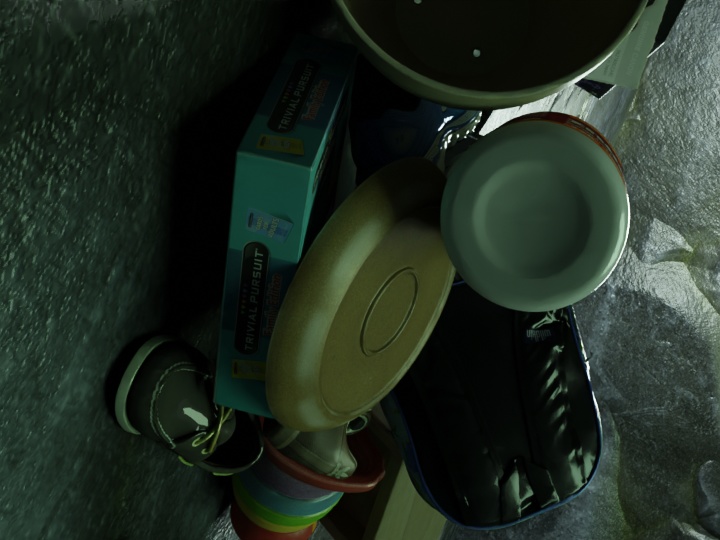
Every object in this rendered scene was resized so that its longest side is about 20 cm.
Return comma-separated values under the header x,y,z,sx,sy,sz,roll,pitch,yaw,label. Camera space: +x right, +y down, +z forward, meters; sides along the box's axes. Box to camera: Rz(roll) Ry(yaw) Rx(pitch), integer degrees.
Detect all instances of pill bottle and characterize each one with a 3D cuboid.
x,y,z,sx,sy,sz,roll,pitch,yaw,label
0.119,-0.047,0.744,0.200,0.112,0.114,-43,155,-74,pill bottle

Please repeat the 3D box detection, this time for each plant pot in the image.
x,y,z,sx,sy,sz,roll,pitch,yaw,label
0.072,-0.187,0.713,0.202,0.199,0.134,-62,178,-9,plant pot
0.012,0.023,0.745,0.200,0.027,0.201,-43,149,-33,plant pot

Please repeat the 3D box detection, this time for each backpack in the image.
x,y,z,sx,sy,sz,roll,pitch,yaw,label
0.106,0.109,0.958,0.181,0.202,0.147,-16,173,-8,backpack

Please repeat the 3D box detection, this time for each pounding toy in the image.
x,y,z,sx,sy,sz,roll,pitch,yaw,label
0.022,0.153,1.140,0.141,0.200,0.185,-8,127,-38,pounding toy

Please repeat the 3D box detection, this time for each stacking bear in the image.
x,y,z,sx,sy,sz,roll,pitch,yaw,label
-0.064,0.188,1.016,0.201,0.113,0.122,115,-25,-46,stacking bear

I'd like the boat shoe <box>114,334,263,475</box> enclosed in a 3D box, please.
x,y,z,sx,sy,sz,roll,pitch,yaw,label
-0.113,0.099,0.789,0.072,0.060,0.201,-61,165,-12,boat shoe

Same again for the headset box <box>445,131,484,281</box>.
x,y,z,sx,sy,sz,roll,pitch,yaw,label
0.114,-0.035,1.044,0.077,0.148,0.201,-53,160,-40,headset box

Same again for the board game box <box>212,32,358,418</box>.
x,y,z,sx,sy,sz,roll,pitch,yaw,label
-0.050,-0.029,0.740,0.152,0.046,0.201,-74,175,-52,board game box

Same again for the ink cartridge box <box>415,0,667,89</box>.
x,y,z,sx,sy,sz,roll,pitch,yaw,label
0.125,-0.226,0.816,0.162,0.198,0.050,100,2,-46,ink cartridge box

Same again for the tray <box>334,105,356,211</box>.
x,y,z,sx,sy,sz,roll,pitch,yaw,label
-0.010,-0.097,0.906,0.201,0.022,0.108,-59,163,-20,tray

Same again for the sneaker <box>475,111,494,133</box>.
x,y,z,sx,sy,sz,roll,pitch,yaw,label
0.128,-0.204,1.090,0.200,0.072,0.083,-46,-170,27,sneaker

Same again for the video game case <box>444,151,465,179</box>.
x,y,z,sx,sy,sz,roll,pitch,yaw,label
0.000,0.000,0.884,0.182,0.023,0.200,-52,-170,-19,video game case

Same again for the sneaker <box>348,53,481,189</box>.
x,y,z,sx,sy,sz,roll,pitch,yaw,label
0.039,-0.129,0.827,0.200,0.078,0.090,-66,146,-56,sneaker

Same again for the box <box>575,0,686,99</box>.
x,y,z,sx,sy,sz,roll,pitch,yaw,label
0.229,-0.263,1.133,0.079,0.140,0.200,-63,-179,-8,box

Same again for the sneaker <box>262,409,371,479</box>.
x,y,z,sx,sy,sz,roll,pitch,yaw,label
-0.026,0.098,0.921,0.070,0.075,0.200,-42,-167,27,sneaker
